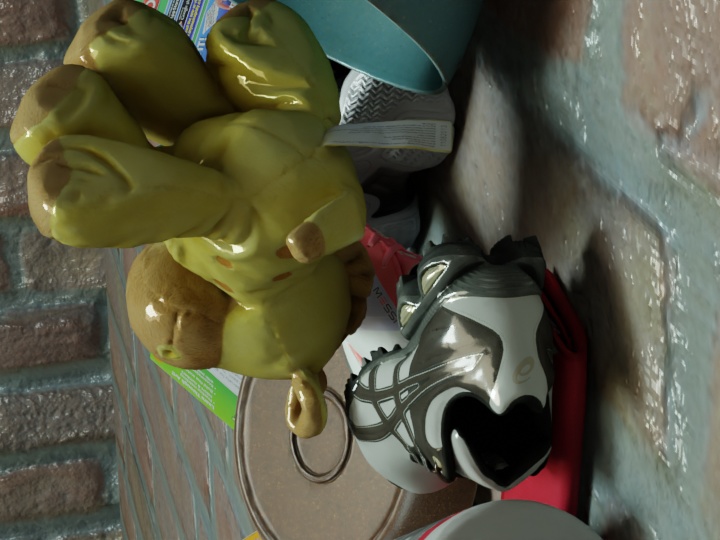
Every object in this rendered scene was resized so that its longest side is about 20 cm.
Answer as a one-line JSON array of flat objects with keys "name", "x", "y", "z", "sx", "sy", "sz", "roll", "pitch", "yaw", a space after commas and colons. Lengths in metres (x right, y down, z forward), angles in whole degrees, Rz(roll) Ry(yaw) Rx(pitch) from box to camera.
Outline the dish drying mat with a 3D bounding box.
[{"name": "dish drying mat", "x": 0.084, "y": 0.102, "z": 0.914, "sx": 0.077, "sy": 0.018, "sz": 0.200, "roll": -116, "pitch": 24, "yaw": -55}]

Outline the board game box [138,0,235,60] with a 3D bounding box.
[{"name": "board game box", "x": -0.063, "y": -0.172, "z": 1.078, "sx": 0.134, "sy": 0.029, "sz": 0.200, "roll": 4, "pitch": 71, "yaw": 38}]

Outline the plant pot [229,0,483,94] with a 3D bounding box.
[{"name": "plant pot", "x": -0.013, "y": -0.192, "z": 0.899, "sx": 0.135, "sy": 0.200, "sz": 0.200, "roll": -59, "pitch": 13, "yaw": -4}]

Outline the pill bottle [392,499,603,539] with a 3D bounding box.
[{"name": "pill bottle", "x": 0.039, "y": 0.174, "z": 0.887, "sx": 0.200, "sy": 0.111, "sz": 0.111, "roll": 139, "pitch": 124, "yaw": -66}]

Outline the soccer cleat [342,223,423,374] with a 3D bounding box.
[{"name": "soccer cleat", "x": 0.000, "y": 0.000, "z": 1.011, "sx": 0.200, "sy": 0.068, "sz": 0.073, "roll": 50, "pitch": 124, "yaw": 20}]

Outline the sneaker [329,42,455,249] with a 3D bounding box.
[{"name": "sneaker", "x": -0.002, "y": -0.092, "z": 1.077, "sx": 0.200, "sy": 0.075, "sz": 0.114, "roll": 102, "pitch": 156, "yaw": -61}]

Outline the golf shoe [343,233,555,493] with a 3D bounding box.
[{"name": "golf shoe", "x": 0.041, "y": 0.070, "z": 0.879, "sx": 0.200, "sy": 0.078, "sz": 0.095, "roll": 102, "pitch": 158, "yaw": -57}]

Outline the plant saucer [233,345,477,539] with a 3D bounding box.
[{"name": "plant saucer", "x": -0.013, "y": 0.094, "z": 1.094, "sx": 0.200, "sy": 0.034, "sz": 0.200, "roll": -4, "pitch": 85, "yaw": 49}]

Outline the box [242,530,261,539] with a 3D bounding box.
[{"name": "box", "x": -0.011, "y": 0.265, "z": 1.218, "sx": 0.119, "sy": 0.041, "sz": 0.200, "roll": 38, "pitch": -152, "yaw": -44}]

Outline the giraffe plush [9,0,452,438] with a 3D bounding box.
[{"name": "giraffe plush", "x": -0.057, "y": -0.016, "z": 0.911, "sx": 0.162, "sy": 0.200, "sz": 0.173, "roll": 90, "pitch": -161, "yaw": -46}]

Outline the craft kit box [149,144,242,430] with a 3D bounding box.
[{"name": "craft kit box", "x": -0.057, "y": 0.037, "z": 1.243, "sx": 0.200, "sy": 0.049, "sz": 0.198, "roll": 38, "pitch": 140, "yaw": 27}]
